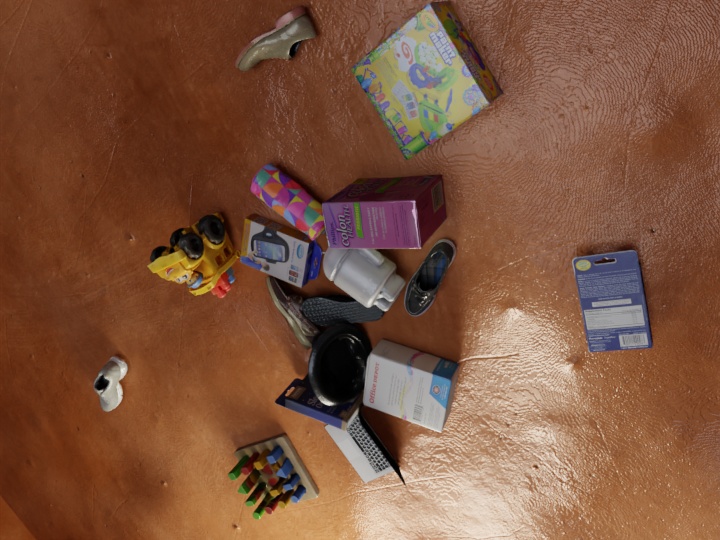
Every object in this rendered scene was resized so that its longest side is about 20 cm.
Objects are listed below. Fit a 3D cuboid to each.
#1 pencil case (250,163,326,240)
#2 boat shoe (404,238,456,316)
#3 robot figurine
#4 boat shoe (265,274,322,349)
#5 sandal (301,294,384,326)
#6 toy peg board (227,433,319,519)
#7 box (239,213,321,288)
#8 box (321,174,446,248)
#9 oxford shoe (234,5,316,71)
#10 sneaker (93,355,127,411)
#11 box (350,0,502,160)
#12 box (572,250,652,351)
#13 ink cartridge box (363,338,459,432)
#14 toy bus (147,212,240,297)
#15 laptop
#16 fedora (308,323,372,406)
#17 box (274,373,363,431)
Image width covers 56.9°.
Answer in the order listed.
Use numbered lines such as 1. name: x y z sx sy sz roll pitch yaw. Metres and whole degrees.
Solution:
1. pencil case: -0.149 -0.152 1.472 0.199 0.088 0.089 37 122 4
2. boat shoe: 0.142 0.025 1.417 0.069 0.066 0.201 35 122 7
3. robot figurine: 0.000 0.000 1.446 0.199 0.113 0.171 35 138 8
4. boat shoe: -0.155 0.089 1.595 0.071 0.072 0.202 -32 88 2
5. sandal: -0.039 0.089 1.549 0.197 0.048 0.077 0 112 11
6. toy peg board: -0.251 0.582 1.828 0.197 0.098 0.202 -24 101 31
7. box: -0.188 -0.043 1.561 0.197 0.041 0.121 22 119 18
8. box: 0.052 -0.119 1.332 0.197 0.176 0.098 0 112 26
9. oxford shoe: -0.177 -0.454 1.360 0.198 0.071 0.075 -26 105 33
10. sneaker: -0.755 0.347 1.960 0.075 0.092 0.202 28 121 12
11. box: 0.124 -0.350 1.229 0.191 0.122 0.202 -29 97 32
12. box: 0.486 0.057 1.279 0.119 0.032 0.203 -7 110 27
13. ink cartridge box: 0.114 0.261 1.523 0.197 0.085 0.147 16 117 17
14. toy bus: -0.378 -0.011 1.579 0.134 0.201 0.194 -17 112 31
15. laptop: 0.007 0.454 1.639 0.199 0.116 0.188 -33 95 32
16. fedora: -0.063 0.214 1.564 0.091 0.199 0.204 17 123 51
17. box: -0.099 0.314 1.625 0.197 0.121 0.033 15 119 18
